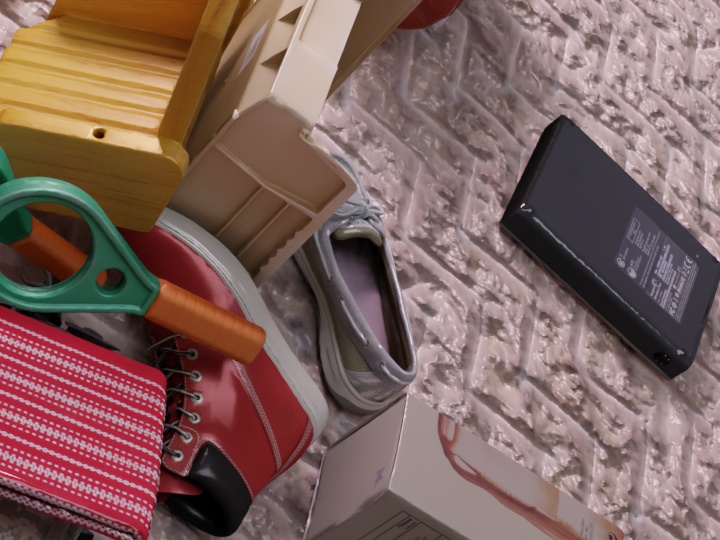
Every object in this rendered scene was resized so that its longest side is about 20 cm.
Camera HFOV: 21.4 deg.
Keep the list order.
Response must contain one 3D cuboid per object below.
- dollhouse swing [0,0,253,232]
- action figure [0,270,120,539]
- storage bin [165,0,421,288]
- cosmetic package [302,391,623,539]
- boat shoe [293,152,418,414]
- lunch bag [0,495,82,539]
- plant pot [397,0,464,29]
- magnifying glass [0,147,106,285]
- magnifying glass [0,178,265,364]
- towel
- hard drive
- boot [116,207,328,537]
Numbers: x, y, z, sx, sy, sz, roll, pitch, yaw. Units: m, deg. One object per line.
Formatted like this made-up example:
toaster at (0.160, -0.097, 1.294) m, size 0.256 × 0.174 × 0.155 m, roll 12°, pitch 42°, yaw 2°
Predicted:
dollhouse swing at (-0.152, -0.161, 1.203) m, size 0.180 × 0.177 × 0.201 m, roll 12°, pitch 44°, yaw 4°
action figure at (-0.195, 0.081, 1.148) m, size 0.129 × 0.069 × 0.201 m, roll 15°, pitch 50°, yaw -20°
storage bin at (-0.056, -0.105, 1.293) m, size 0.093 × 0.198 × 0.201 m, roll 33°, pitch 47°, yaw -15°
cosmetic package at (0.072, 0.182, 1.292) m, size 0.199 × 0.103 × 0.088 m, roll 34°, pitch 44°, yaw -22°
boat shoe at (-0.001, 0.001, 1.369) m, size 0.074 × 0.065 × 0.203 m, roll 11°, pitch 57°, yaw -36°
lunch bag at (-0.243, 0.151, 0.999) m, size 0.163 × 0.118 × 0.201 m, roll 22°, pitch 49°, yaw -1°
plant pot at (0.060, -0.310, 1.543) m, size 0.201 × 0.200 × 0.196 m, roll 44°, pitch 52°, yaw -10°
magnifying glass at (-0.222, -0.035, 1.166) m, size 0.200 × 0.079 × 0.023 m, roll 43°, pitch 33°, yaw -50°
magnifying glass at (-0.145, 0.008, 1.153) m, size 0.199 × 0.080 × 0.022 m, roll 27°, pitch 17°, yaw -29°
towel at (-0.176, 0.077, 1.035) m, size 0.144 × 0.023 × 0.200 m, roll 23°, pitch 18°, yaw -11°
hard drive at (0.214, -0.022, 1.596) m, size 0.200 × 0.033 × 0.140 m, roll 42°, pitch 44°, yaw -13°
boot at (-0.118, 0.066, 1.220) m, size 0.201 × 0.072 × 0.144 m, roll 54°, pitch 44°, yaw -9°
